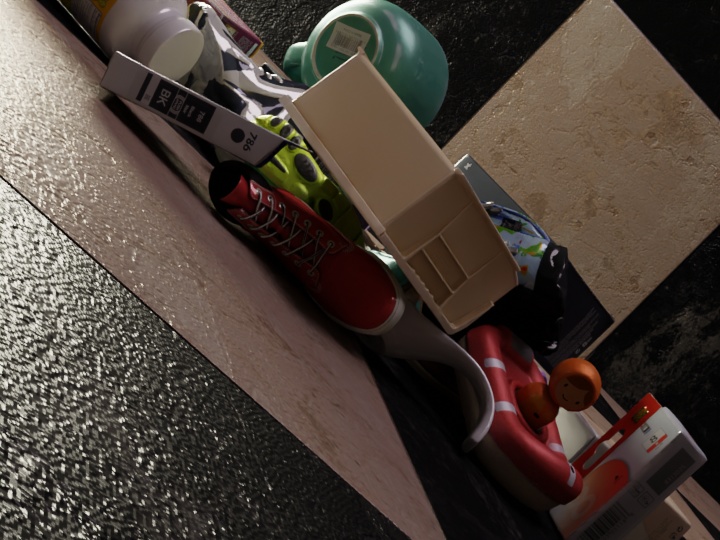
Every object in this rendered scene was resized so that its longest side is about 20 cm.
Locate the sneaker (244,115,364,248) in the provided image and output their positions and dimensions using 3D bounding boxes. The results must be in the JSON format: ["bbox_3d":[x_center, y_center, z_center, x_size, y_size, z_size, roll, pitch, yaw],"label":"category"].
[{"bbox_3d":[-0.057,-0.062,1.588,0.202,0.073,0.084,62,-16,16],"label":"sneaker"}]

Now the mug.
[{"bbox_3d":[-0.005,-0.221,1.791,0.114,0.183,0.154,29,41,-58],"label":"mug"}]

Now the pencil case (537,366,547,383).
[{"bbox_3d":[0.131,0.089,1.841,0.200,0.085,0.084,48,-7,35],"label":"pencil case"}]

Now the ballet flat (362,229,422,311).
[{"bbox_3d":[0.000,0.000,1.623,0.199,0.068,0.073,31,-33,45],"label":"ballet flat"}]

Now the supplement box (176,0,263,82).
[{"bbox_3d":[-0.197,-0.266,1.829,0.086,0.110,0.200,45,6,7],"label":"supplement box"}]

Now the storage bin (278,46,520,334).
[{"bbox_3d":[0.041,-0.071,1.478,0.201,0.093,0.199,54,0,38],"label":"storage bin"}]

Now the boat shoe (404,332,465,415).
[{"bbox_3d":[0.099,0.095,1.671,0.200,0.068,0.072,41,8,-32],"label":"boat shoe"}]

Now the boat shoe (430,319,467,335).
[{"bbox_3d":[0.090,0.072,1.734,0.198,0.070,0.067,28,44,-7],"label":"boat shoe"}]

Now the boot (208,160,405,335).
[{"bbox_3d":[-0.055,-0.022,1.432,0.200,0.073,0.144,41,3,34],"label":"boot"}]

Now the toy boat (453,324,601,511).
[{"bbox_3d":[0.178,0.132,1.557,0.130,0.130,0.202,38,30,-42],"label":"toy boat"}]

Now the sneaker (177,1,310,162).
[{"bbox_3d":[-0.117,-0.197,1.718,0.129,0.079,0.201,-9,66,-50],"label":"sneaker"}]

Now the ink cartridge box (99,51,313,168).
[{"bbox_3d":[-0.138,-0.137,1.452,0.198,0.040,0.099,26,2,-1],"label":"ink cartridge box"}]

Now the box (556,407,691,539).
[{"bbox_3d":[0.296,0.256,1.896,0.200,0.078,0.095,42,8,-29],"label":"box"}]

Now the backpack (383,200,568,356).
[{"bbox_3d":[0.118,-0.002,1.659,0.164,0.197,0.156,75,19,-66],"label":"backpack"}]

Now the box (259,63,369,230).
[{"bbox_3d":[-0.064,-0.129,1.861,0.148,0.104,0.200,49,7,29],"label":"box"}]

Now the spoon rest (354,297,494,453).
[{"bbox_3d":[0.057,0.077,1.499,0.200,0.060,0.099,49,-23,6],"label":"spoon rest"}]

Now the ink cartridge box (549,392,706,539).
[{"bbox_3d":[0.259,0.198,1.640,0.050,0.162,0.200,44,6,-17],"label":"ink cartridge box"}]

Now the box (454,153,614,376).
[{"bbox_3d":[0.175,-0.004,1.854,0.200,0.104,0.182,50,2,40],"label":"box"}]

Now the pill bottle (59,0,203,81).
[{"bbox_3d":[-0.248,-0.285,1.644,0.200,0.104,0.104,48,7,21],"label":"pill bottle"}]
